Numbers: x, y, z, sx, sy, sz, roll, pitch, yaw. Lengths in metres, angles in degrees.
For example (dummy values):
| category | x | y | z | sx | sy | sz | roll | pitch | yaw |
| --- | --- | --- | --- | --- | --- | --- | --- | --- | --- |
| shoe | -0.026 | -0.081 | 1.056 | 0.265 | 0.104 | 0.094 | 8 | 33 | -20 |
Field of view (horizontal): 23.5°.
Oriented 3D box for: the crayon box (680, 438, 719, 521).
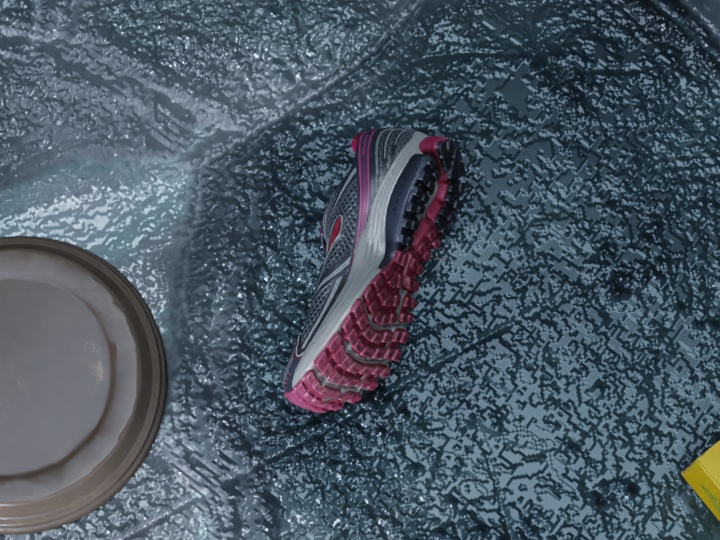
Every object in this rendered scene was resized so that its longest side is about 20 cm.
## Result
| category | x | y | z | sx | sy | sz | roll | pitch | yaw |
| --- | --- | --- | --- | --- | --- | --- | --- | --- | --- |
| crayon box | 0.342 | 0.134 | 1.125 | 0.200 | 0.058 | 0.173 | -37 | 80 | -10 |

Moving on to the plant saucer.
| category | x | y | z | sx | sy | sz | roll | pitch | yaw |
| --- | --- | --- | --- | --- | --- | --- | --- | --- | --- |
| plant saucer | -0.227 | 0.072 | 1.138 | 0.199 | 0.029 | 0.201 | 0 | 77 | -2 |

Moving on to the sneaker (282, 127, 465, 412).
| category | x | y | z | sx | sy | sz | roll | pitch | yaw |
| --- | --- | --- | --- | --- | --- | --- | --- | --- | --- |
| sneaker | 0.000 | 0.000 | 1.147 | 0.074 | 0.081 | 0.201 | 17 | 73 | 32 |
